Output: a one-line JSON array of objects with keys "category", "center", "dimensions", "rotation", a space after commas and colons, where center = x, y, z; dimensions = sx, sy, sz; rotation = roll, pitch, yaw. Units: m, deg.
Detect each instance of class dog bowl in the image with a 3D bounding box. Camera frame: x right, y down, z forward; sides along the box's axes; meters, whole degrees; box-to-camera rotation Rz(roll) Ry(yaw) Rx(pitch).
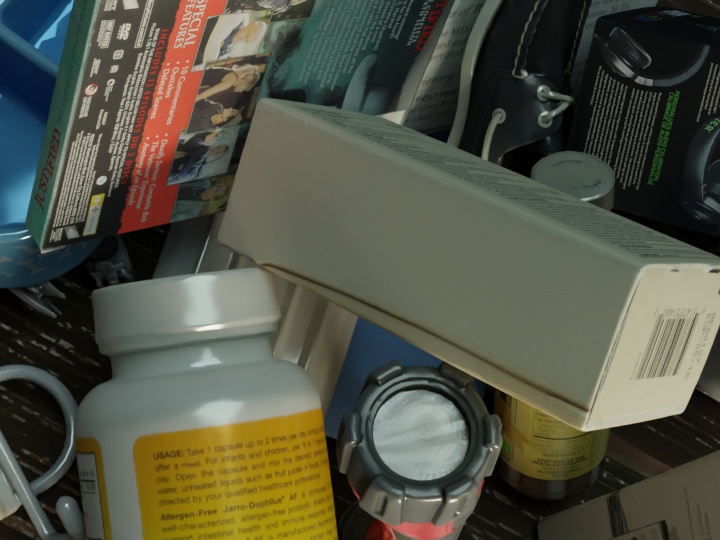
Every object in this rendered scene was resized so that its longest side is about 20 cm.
[{"category": "dog bowl", "center": [-0.143, -0.086, 0.713], "dimensions": [0.111, 0.050, 0.200], "rotation": [35, 74, 0]}]

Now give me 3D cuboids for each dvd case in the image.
[{"category": "dvd case", "center": [-0.048, -0.085, 0.672], "dimensions": [0.200, 0.146, 0.022], "rotation": [-15, 52, -36]}]

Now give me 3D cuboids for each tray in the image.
[{"category": "tray", "center": [-0.057, 0.028, 0.750], "dimensions": [0.107, 0.022, 0.201], "rotation": [19, 80, -8]}]

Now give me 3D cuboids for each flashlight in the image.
[{"category": "flashlight", "center": [0.017, 0.106, 0.681], "dimensions": [0.068, 0.200, 0.068], "rotation": [-1, 65, -7]}]

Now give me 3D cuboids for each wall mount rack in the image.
[{"category": "wall mount rack", "center": [-0.214, 0.076, 0.656], "dimensions": [0.200, 0.075, 0.174], "rotation": [-30, 96, -32]}]

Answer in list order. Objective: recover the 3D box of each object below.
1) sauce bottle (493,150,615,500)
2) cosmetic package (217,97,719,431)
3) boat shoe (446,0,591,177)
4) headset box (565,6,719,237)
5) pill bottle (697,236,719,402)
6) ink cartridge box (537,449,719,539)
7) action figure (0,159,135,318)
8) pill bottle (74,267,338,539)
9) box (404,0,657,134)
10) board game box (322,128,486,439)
[{"category": "sauce bottle", "center": [0.102, 0.030, 0.759], "dimensions": [0.065, 0.200, 0.065], "rotation": [-1, 39, 0]}, {"category": "cosmetic package", "center": [0.048, -0.007, 0.647], "dimensions": [0.200, 0.073, 0.103], "rotation": [26, 14, 34]}, {"category": "boat shoe", "center": [0.079, -0.070, 0.753], "dimensions": [0.060, 0.200, 0.074], "rotation": [35, 19, 35]}, {"category": "headset box", "center": [0.227, -0.068, 0.769], "dimensions": [0.200, 0.093, 0.174], "rotation": [17, 17, 21]}, {"category": "pill bottle", "center": [0.275, -0.013, 0.902], "dimensions": [0.112, 0.112, 0.200], "rotation": [39, 58, -3]}, {"category": "ink cartridge box", "center": [0.202, 0.144, 0.748], "dimensions": [0.146, 0.200, 0.083], "rotation": [1, 70, -23]}, {"category": "action figure", "center": [-0.145, -0.056, 0.765], "dimensions": [0.200, 0.069, 0.130], "rotation": [-43, 95, -20]}, {"category": "pill bottle", "center": [-0.068, 0.103, 0.670], "dimensions": [0.112, 0.113, 0.201], "rotation": [-6, 87, -26]}, {"category": "box", "center": [0.044, -0.207, 0.821], "dimensions": [0.200, 0.172, 0.199], "rotation": [-16, 54, -29]}, {"category": "board game box", "center": [0.000, 0.000, 0.820], "dimensions": [0.158, 0.039, 0.201], "rotation": [19, 69, -16]}]
